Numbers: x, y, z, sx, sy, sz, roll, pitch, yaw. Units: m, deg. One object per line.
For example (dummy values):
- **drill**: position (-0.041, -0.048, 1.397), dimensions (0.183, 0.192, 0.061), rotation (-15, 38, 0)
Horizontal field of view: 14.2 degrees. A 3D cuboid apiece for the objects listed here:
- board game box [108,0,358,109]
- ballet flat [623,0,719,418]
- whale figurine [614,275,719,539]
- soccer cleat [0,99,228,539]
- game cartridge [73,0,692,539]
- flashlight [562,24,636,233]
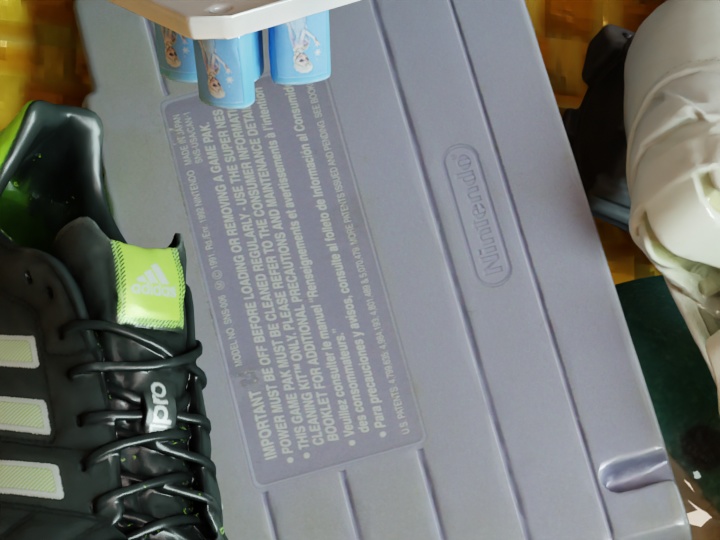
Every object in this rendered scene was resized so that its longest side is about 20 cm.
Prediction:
- **board game box**: position (-0.006, -0.100, 0.765), dimensions (0.199, 0.200, 0.026), rotation (-19, 117, -29)
- **ballet flat**: position (0.107, 0.006, 0.740), dimensions (0.069, 0.070, 0.201), rotation (-6, 61, -29)
- **whale figurine**: position (0.125, 0.085, 0.823), dimensions (0.104, 0.159, 0.200), rotation (-42, 84, -7)
- **soccer cleat**: position (-0.066, 0.039, 0.715), dimensions (0.067, 0.081, 0.200), rotation (11, 37, -38)
- **game cartridge**: position (0.000, 0.000, 0.777), dimensions (0.129, 0.038, 0.201), rotation (-16, 64, 3)
- **flashlight**: position (0.155, -0.006, 0.856), dimensions (0.199, 0.068, 0.068), rotation (20, 94, -18)
